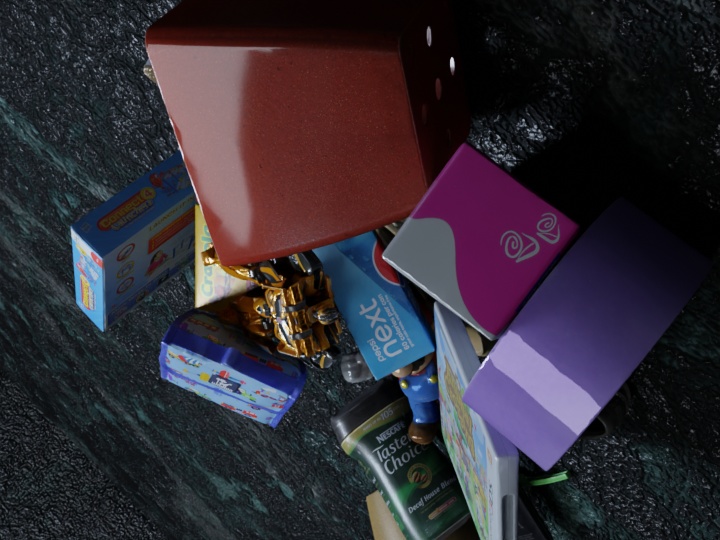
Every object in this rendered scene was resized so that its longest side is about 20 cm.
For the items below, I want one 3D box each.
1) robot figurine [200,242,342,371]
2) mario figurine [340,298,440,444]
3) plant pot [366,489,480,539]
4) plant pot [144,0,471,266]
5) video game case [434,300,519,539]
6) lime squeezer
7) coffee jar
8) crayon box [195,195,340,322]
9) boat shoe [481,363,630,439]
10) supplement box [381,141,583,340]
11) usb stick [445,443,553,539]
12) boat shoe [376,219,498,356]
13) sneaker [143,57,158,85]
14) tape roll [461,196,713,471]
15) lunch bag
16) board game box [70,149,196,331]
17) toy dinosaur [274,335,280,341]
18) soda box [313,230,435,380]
[{"bbox_3d":[-0.087,0.029,0.945,0.200,0.058,0.146,17,125,56],"label":"robot figurine"},{"bbox_3d":[0.059,0.120,1.036,0.106,0.123,0.201,41,162,55],"label":"mario figurine"},{"bbox_3d":[0.098,0.359,1.241,0.201,0.186,0.186,58,152,12],"label":"plant pot"},{"bbox_3d":[-0.019,-0.137,0.742,0.175,0.200,0.201,1,125,23],"label":"plant pot"},{"bbox_3d":[0.104,0.156,0.866,0.200,0.022,0.183,-107,8,-52],"label":"video game case"},{"bbox_3d":[0.166,0.232,1.128,0.199,0.038,0.071,18,108,42],"label":"lime squeezer"},{"bbox_3d":[0.053,0.236,1.162,0.200,0.104,0.085,52,172,18],"label":"coffee jar"},{"bbox_3d":[-0.119,-0.008,1.064,0.199,0.051,0.128,11,109,27],"label":"crayon box"},{"bbox_3d":[0.163,0.131,0.929,0.199,0.057,0.067,-5,122,37],"label":"boat shoe"},{"bbox_3d":[0.103,-0.017,0.730,0.103,0.101,0.200,38,-172,14],"label":"supplement box"},{"bbox_3d":[0.161,0.255,1.083,0.055,0.033,0.200,-18,118,27],"label":"usb stick"},{"bbox_3d":[0.076,0.012,0.938,0.073,0.063,0.201,-5,122,54],"label":"boat shoe"},{"bbox_3d":[-0.112,-0.190,0.903,0.070,0.109,0.200,19,173,33],"label":"sneaker"},{"bbox_3d":[0.171,0.048,0.721,0.085,0.200,0.200,39,149,13],"label":"tape roll"},{"bbox_3d":[-0.137,0.100,1.035,0.150,0.094,0.200,25,168,-3],"label":"lunch bag"},{"bbox_3d":[-0.260,-0.042,1.172,0.056,0.200,0.196,42,150,10],"label":"board game box"},{"bbox_3d":[-0.056,0.023,1.103,0.200,0.102,0.136,58,139,24],"label":"toy dinosaur"},{"bbox_3d":[0.000,0.000,0.933,0.201,0.068,0.064,62,-172,-6],"label":"soda box"}]
